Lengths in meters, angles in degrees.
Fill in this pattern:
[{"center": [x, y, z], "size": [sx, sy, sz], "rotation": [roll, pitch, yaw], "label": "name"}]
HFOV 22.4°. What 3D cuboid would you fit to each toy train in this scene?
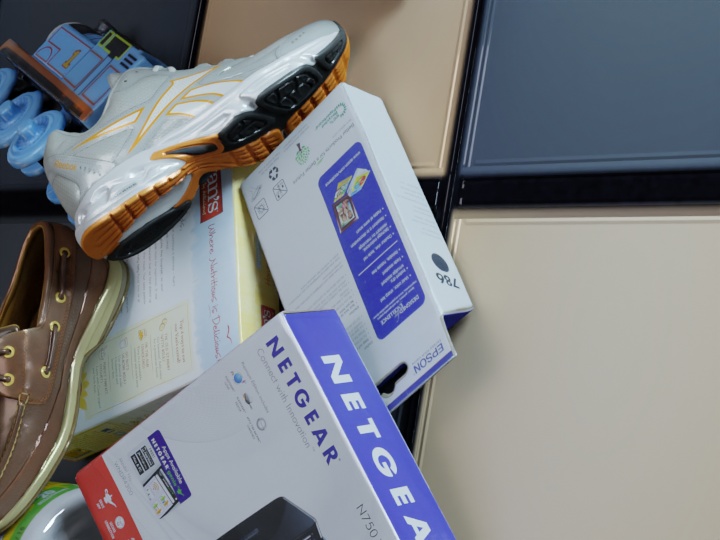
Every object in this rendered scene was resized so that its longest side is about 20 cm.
[{"center": [-0.182, -0.105, 1.190], "size": [0.114, 0.087, 0.200], "rotation": [-45, 33, -4], "label": "toy train"}]

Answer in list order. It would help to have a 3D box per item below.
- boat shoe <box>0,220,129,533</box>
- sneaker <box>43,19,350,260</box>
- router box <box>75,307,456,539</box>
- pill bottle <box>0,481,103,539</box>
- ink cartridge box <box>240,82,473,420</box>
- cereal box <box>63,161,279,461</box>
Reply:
[{"center": [-0.205, 0.061, 1.085], "size": [0.072, 0.068, 0.200], "rotation": [-9, 52, 41], "label": "boat shoe"}, {"center": [-0.101, -0.098, 1.069], "size": [0.200, 0.076, 0.092], "rotation": [-35, 68, -8], "label": "sneaker"}, {"center": [-0.043, 0.149, 0.967], "size": [0.179, 0.049, 0.200], "rotation": [-39, 70, 30], "label": "router box"}, {"center": [-0.222, 0.184, 1.128], "size": [0.200, 0.111, 0.111], "rotation": [-1, 76, 44], "label": "pill bottle"}, {"center": [0.000, 0.000, 1.020], "size": [0.099, 0.039, 0.200], "rotation": [-42, 50, 28], "label": "ink cartridge box"}, {"center": [-0.131, 0.024, 1.140], "size": [0.200, 0.039, 0.144], "rotation": [-24, 59, 37], "label": "cereal box"}]
